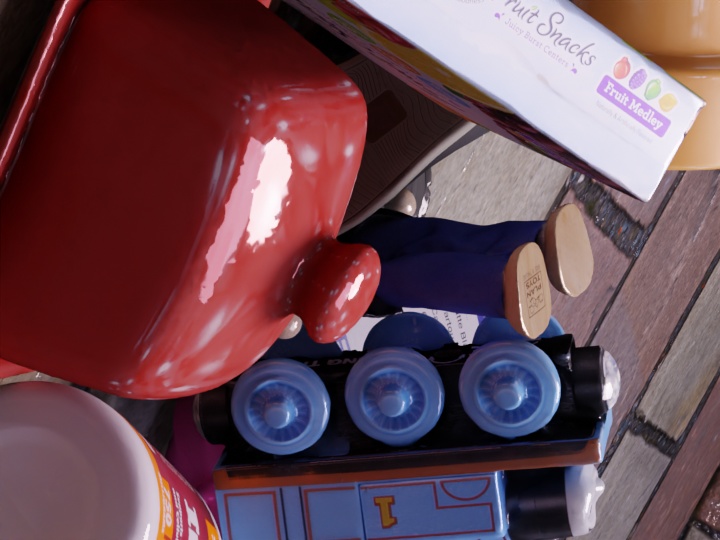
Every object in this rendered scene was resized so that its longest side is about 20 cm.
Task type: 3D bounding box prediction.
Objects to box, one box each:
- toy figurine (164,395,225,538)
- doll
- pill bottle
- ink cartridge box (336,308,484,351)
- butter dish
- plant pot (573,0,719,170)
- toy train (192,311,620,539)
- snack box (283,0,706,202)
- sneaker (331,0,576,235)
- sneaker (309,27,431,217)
[{"bbox_3d":[-0.023,0.082,1.457,0.184,0.150,0.201,24,87,-64],"label":"toy figurine"},{"bbox_3d":[0.000,0.000,1.282,0.136,0.200,0.049,-41,124,-47],"label":"doll"},{"bbox_3d":[-0.123,0.124,1.227,0.113,0.113,0.200,-58,164,-9],"label":"pill bottle"},{"bbox_3d":[0.037,0.103,1.425,0.200,0.041,0.200,-21,101,-53],"label":"ink cartridge box"},{"bbox_3d":[-0.060,-0.021,1.116,0.200,0.148,0.199,-65,163,13],"label":"butter dish"},{"bbox_3d":[0.155,-0.174,1.473,0.200,0.200,0.184,-36,134,-56],"label":"plant pot"},{"bbox_3d":[0.023,0.082,1.287,0.087,0.199,0.115,-63,147,-73],"label":"toy train"},{"bbox_3d":[0.018,-0.107,1.064,0.200,0.142,0.053,31,91,-38],"label":"snack box"},{"bbox_3d":[0.016,-0.065,1.285,0.200,0.075,0.106,-30,172,16],"label":"sneaker"},{"bbox_3d":[0.000,-0.081,1.359,0.091,0.076,0.201,2,110,-61],"label":"sneaker"}]
